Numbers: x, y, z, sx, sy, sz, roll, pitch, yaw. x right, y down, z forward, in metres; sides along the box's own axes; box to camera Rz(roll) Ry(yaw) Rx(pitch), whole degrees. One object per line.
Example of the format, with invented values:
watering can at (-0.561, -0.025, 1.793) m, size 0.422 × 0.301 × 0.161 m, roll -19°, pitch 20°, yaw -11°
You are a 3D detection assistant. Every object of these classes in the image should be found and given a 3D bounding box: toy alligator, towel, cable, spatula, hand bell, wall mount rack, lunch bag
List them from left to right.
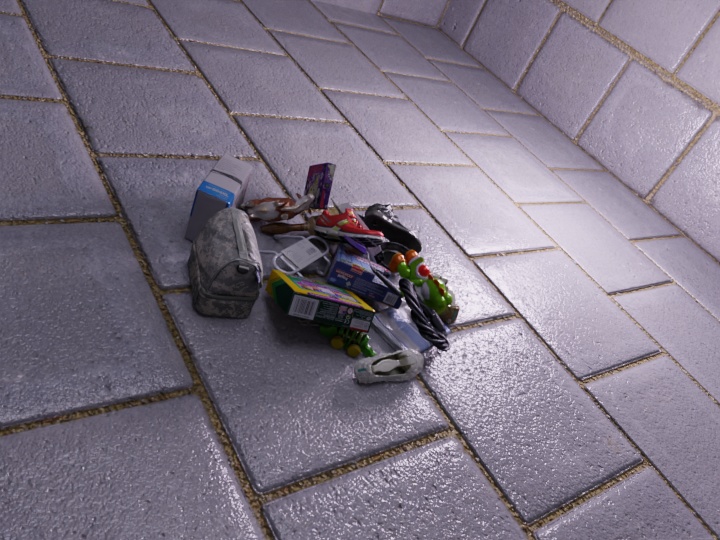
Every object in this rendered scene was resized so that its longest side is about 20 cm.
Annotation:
lunch bag at (-0.283, -0.018, 1.335) m, size 0.138 × 0.168 × 0.201 m, roll 7°, pitch 40°, yaw -26°
wall mount rack at (-0.174, -0.036, 1.521) m, size 0.174 × 0.075 × 0.200 m, roll 41°, pitch 37°, yaw 12°
hand bell at (-0.161, -0.115, 1.631) m, size 0.199 × 0.105 × 0.104 m, roll -3°, pitch 44°, yaw -19°
toy alligator at (-0.048, 0.136, 1.396) m, size 0.199 × 0.054 × 0.059 m, roll 27°, pitch 35°, yaw -1°
spatula at (0.032, -0.011, 1.465) m, size 0.200 × 0.021 × 0.057 m, roll 50°, pitch -4°, yaw 14°
towel at (0.123, 0.136, 1.540) m, size 0.147 × 0.024 × 0.199 m, roll 45°, pitch 38°, yaw 21°
cable at (0.143, 0.108, 1.472) m, size 0.201 × 0.051 × 0.163 m, roll 58°, pitch 14°, yaw 3°

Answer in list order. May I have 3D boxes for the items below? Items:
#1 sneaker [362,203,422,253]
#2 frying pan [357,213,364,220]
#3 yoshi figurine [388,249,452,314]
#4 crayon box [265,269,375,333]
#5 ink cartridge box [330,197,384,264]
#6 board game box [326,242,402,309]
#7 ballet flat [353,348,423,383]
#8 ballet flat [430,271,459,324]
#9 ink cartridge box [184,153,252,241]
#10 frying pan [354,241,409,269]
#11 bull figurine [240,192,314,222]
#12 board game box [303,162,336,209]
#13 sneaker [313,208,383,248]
sneaker at (0.099, -0.128, 1.793) m, size 0.199 × 0.076 × 0.115 m, roll 31°, pitch 34°, yaw -13°
frying pan at (-0.007, -0.104, 1.738) m, size 0.114 × 0.031 × 0.190 m, roll 27°, pitch 32°, yaw -11°
yoshi figurine at (0.159, 0.043, 1.599) m, size 0.200 × 0.112 × 0.112 m, roll 49°, pitch 8°, yaw 37°
crayon box at (-0.092, 0.067, 1.378) m, size 0.199 × 0.059 × 0.172 m, roll 16°, pitch 8°, yaw -27°
ink cartridge box at (-0.008, -0.111, 1.638) m, size 0.037 × 0.095 × 0.200 m, roll -35°, pitch 58°, yaw -5°
board game box at (0.000, 0.000, 1.554) m, size 0.199 × 0.062 × 0.200 m, roll 22°, pitch 16°, yaw -20°
ballet flat at (0.077, 0.212, 1.372) m, size 0.199 × 0.072 × 0.072 m, roll -7°, pitch 47°, yaw -37°
ballet flat at (0.220, 0.056, 1.668) m, size 0.070 × 0.065 × 0.201 m, roll 7°, pitch 40°, yaw -30°
ink cartridge box at (-0.341, -0.170, 1.507) m, size 0.084 × 0.147 × 0.200 m, roll 22°, pitch 36°, yaw -5°
frying pan at (0.065, -0.029, 1.688) m, size 0.189 × 0.031 × 0.115 m, roll -11°, pitch 51°, yaw -32°
bull figurine at (-0.216, -0.157, 1.579) m, size 0.198 × 0.066 × 0.121 m, roll -7°, pitch 7°, yaw 12°
board game box at (-0.116, -0.226, 1.674) m, size 0.032 × 0.121 × 0.200 m, roll 15°, pitch 1°, yaw -19°
sneaker at (-0.028, -0.112, 1.544) m, size 0.199 × 0.085 × 0.077 m, roll 14°, pitch -12°, yaw 29°
